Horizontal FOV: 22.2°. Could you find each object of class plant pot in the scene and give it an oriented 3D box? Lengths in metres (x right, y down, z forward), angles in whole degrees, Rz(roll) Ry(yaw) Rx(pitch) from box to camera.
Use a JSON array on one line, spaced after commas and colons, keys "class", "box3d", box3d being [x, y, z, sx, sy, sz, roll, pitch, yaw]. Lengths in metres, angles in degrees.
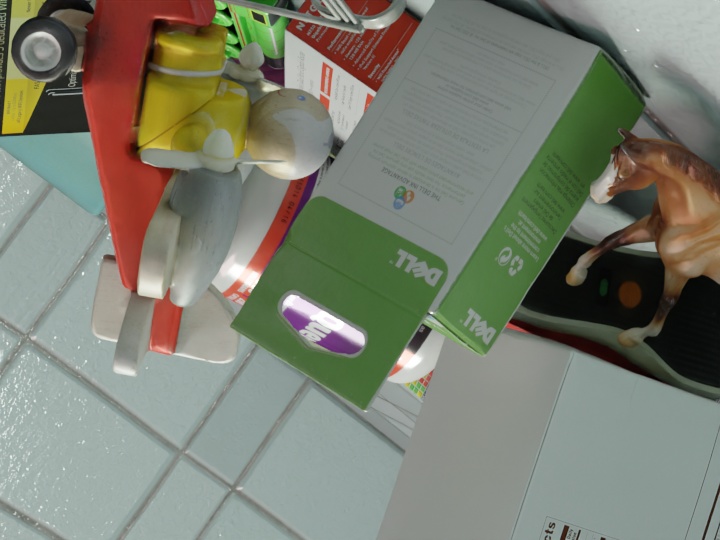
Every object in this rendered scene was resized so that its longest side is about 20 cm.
[{"class": "plant pot", "box3d": [-0.204, -0.152, 1.407, 0.141, 0.142, 0.200, 36, 165, -10]}]

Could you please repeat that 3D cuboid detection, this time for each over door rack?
[{"class": "over door rack", "box3d": [-0.088, -0.183, 0.928, 0.199, 0.067, 0.148, 5, 157, 31]}]

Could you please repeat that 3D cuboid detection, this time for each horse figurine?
[{"class": "horse figurine", "box3d": [0.188, 0.008, 0.885, 0.199, 0.050, 0.133, 28, 140, -2]}]

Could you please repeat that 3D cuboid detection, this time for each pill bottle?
[{"class": "pill bottle", "box3d": [0.000, 0.000, 1.199, 0.199, 0.113, 0.112, 28, 174, -14]}]

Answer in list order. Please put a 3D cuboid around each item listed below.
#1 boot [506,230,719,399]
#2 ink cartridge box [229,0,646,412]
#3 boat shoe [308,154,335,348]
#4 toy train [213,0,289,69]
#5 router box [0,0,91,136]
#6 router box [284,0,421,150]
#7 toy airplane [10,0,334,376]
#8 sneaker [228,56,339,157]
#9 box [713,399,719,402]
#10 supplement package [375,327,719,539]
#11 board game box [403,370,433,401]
[{"class": "boot", "box3d": [0.138, 0.026, 1.088, 0.199, 0.073, 0.144, 19, 169, -18]}, {"class": "ink cartridge box", "box3d": [0.037, -0.027, 0.883, 0.104, 0.201, 0.059, 29, 174, 39]}, {"class": "boat shoe", "box3d": [-0.035, -0.026, 1.344, 0.066, 0.074, 0.201, -152, 51, -70]}, {"class": "toy train", "box3d": [-0.069, -0.167, 1.110, 0.056, 0.042, 0.200, 23, 170, 8]}, {"class": "router box", "box3d": [-0.207, -0.157, 1.123, 0.156, 0.053, 0.200, -4, 151, -17]}, {"class": "router box", "box3d": [0.040, -0.084, 1.089, 0.179, 0.049, 0.200, 35, 172, 2]}, {"class": "toy airplane", "box3d": [-0.080, -0.047, 0.907, 0.140, 0.201, 0.199, -9, 153, 4]}, {"class": "sneaker", "box3d": [-0.075, -0.115, 1.243, 0.199, 0.088, 0.081, 33, 172, 15]}, {"class": "box", "box3d": [0.166, 0.116, 1.183, 0.148, 0.201, 0.107, 34, 172, 9]}, {"class": "supplement package", "box3d": [0.141, 0.130, 0.966, 0.199, 0.148, 0.191, 19, 178, -16]}, {"class": "board game box", "box3d": [0.073, 0.052, 1.422, 0.165, 0.057, 0.199, 39, -165, 34]}]
